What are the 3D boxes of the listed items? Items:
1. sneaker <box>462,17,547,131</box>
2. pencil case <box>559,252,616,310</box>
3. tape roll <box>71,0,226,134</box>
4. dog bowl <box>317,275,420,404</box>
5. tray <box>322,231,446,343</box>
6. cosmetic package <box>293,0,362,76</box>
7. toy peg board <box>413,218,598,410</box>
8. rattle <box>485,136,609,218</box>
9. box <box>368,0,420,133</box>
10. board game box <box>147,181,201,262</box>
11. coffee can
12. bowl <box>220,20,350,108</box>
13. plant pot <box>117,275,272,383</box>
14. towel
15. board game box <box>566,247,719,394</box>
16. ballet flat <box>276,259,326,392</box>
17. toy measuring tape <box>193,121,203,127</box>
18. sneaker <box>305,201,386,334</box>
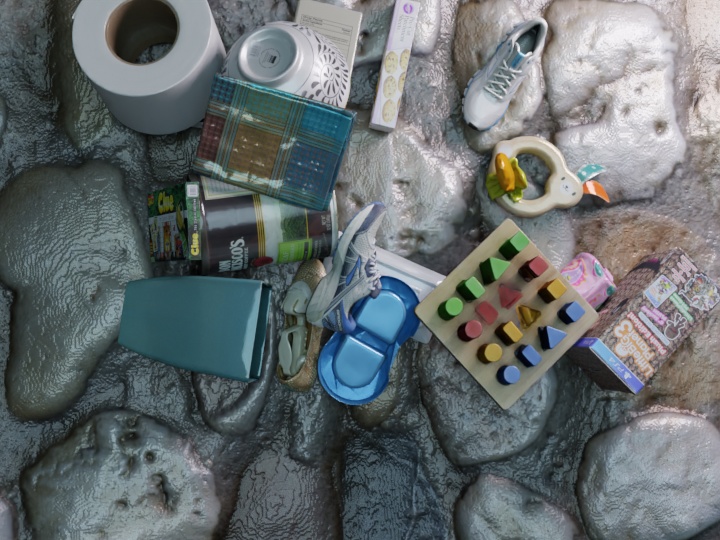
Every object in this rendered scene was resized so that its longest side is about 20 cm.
[{"bbox_3d":[0.222,-0.307,1.629,0.074,0.087,0.202,31,86,-4],"label":"sneaker"},{"bbox_3d":[0.295,0.065,1.614,0.200,0.087,0.088,-42,91,-7],"label":"pencil case"},{"bbox_3d":[-0.299,-0.316,1.534,0.199,0.139,0.206,-1,75,4],"label":"tape roll"},{"bbox_3d":[0.012,0.101,1.590,0.110,0.050,0.202,28,94,-4],"label":"dog bowl"},{"bbox_3d":[0.034,0.025,1.624,0.198,0.022,0.109,23,86,-3],"label":"tray"},{"bbox_3d":[-0.065,-0.292,1.583,0.104,0.071,0.203,13,70,-6],"label":"cosmetic package"},{"bbox_3d":[0.215,0.059,1.520,0.200,0.098,0.199,-43,87,-6],"label":"toy peg board"},{"bbox_3d":[0.295,-0.147,1.604,0.197,0.143,0.132,13,67,2],"label":"rattle"},{"bbox_3d":[0.052,-0.314,1.636,0.041,0.039,0.203,13,86,-6],"label":"box"},{"bbox_3d":[-0.266,-0.066,1.513,0.023,0.199,0.107,0,89,-26],"label":"board game box"},{"bbox_3d":[-0.143,-0.079,1.540,0.197,0.146,0.149,-8,88,-13],"label":"coffee can"},{"bbox_3d":[-0.118,-0.277,1.483,0.198,0.094,0.204,-3,68,8],"label":"bowl"},{"bbox_3d":[-0.240,0.075,1.541,0.197,0.141,0.144,9,86,1],"label":"plant pot"},{"bbox_3d":[-0.118,-0.172,1.443,0.197,0.022,0.148,16,109,-5],"label":"towel"},{"bbox_3d":[0.417,0.077,1.587,0.097,0.159,0.200,44,84,0],"label":"board game box"},{"bbox_3d":[-0.089,0.080,1.581,0.070,0.065,0.203,-1,84,34],"label":"ballet flat"},{"bbox_3d":[-0.193,-0.179,1.593,0.197,0.074,0.075,9,86,-3],"label":"toy measuring tape"},{"bbox_3d":[0.000,0.000,1.530,0.084,0.077,0.202,27,98,10],"label":"sneaker"}]
